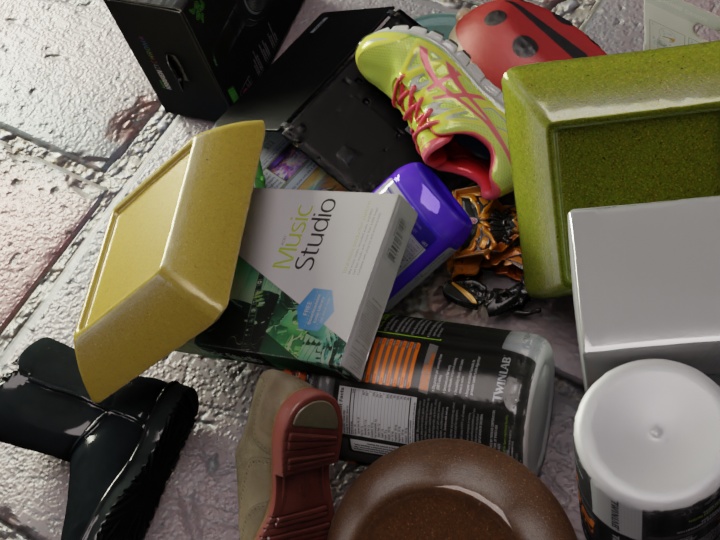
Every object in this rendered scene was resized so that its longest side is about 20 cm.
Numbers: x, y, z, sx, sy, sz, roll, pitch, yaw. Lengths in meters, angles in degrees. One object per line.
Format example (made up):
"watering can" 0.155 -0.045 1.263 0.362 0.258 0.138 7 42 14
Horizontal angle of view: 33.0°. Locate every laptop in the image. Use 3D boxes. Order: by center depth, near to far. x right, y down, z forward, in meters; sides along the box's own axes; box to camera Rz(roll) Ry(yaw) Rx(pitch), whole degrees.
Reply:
"laptop" -0.006 -0.151 1.141 0.200 0.103 0.178 39 69 4

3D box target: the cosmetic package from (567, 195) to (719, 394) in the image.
"cosmetic package" 0.259 0.048 0.889 0.198 0.200 0.124 -5 58 11

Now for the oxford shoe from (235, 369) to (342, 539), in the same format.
"oxford shoe" -0.063 0.172 0.936 0.075 0.070 0.202 31 113 47

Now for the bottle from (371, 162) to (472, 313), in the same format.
"bottle" 0.000 0.000 1.033 0.200 0.065 0.084 -43 67 14

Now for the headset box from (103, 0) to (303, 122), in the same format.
"headset box" -0.150 -0.267 1.200 0.092 0.175 0.201 14 63 22

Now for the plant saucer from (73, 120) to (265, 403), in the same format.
"plant saucer" -0.166 -0.017 0.995 0.199 0.048 0.201 -33 37 41

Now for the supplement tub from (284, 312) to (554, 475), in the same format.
"supplement tub" 0.046 0.099 0.959 0.198 0.123 0.123 8 61 19

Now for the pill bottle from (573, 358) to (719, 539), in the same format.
"pill bottle" 0.203 0.152 0.840 0.105 0.201 0.107 -6 57 9

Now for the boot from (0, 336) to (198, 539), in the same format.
"boot" -0.249 0.158 1.024 0.167 0.077 0.201 13 57 17

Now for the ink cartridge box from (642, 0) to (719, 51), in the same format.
"ink cartridge box" 0.309 -0.149 0.995 0.162 0.201 0.050 34 70 29

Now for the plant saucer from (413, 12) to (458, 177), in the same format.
"plant saucer" 0.072 -0.181 1.175 0.198 0.036 0.202 -6 59 10

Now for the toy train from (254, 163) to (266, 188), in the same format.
"toy train" -0.098 -0.038 1.065 0.056 0.042 0.201 -31 53 23

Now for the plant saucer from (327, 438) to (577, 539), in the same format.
"plant saucer" 0.060 0.224 0.875 0.199 0.037 0.203 -1 89 21

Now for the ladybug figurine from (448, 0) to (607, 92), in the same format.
"ladybug figurine" 0.166 -0.179 1.093 0.200 0.072 0.136 39 48 10

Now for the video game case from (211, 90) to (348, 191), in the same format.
"video game case" -0.103 -0.052 1.134 0.181 0.046 0.200 33 72 30

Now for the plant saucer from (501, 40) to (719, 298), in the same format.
"plant saucer" 0.216 -0.064 0.930 0.198 0.202 0.048 -6 26 10

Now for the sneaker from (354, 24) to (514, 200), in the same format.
"sneaker" 0.068 -0.134 1.036 0.199 0.078 0.090 36 59 16

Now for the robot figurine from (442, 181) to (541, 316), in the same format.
"robot figurine" 0.157 -0.034 1.049 0.198 0.058 0.146 -4 57 11

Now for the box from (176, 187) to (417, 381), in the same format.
"box" -0.063 0.004 0.967 0.199 0.036 0.145 4 65 37
